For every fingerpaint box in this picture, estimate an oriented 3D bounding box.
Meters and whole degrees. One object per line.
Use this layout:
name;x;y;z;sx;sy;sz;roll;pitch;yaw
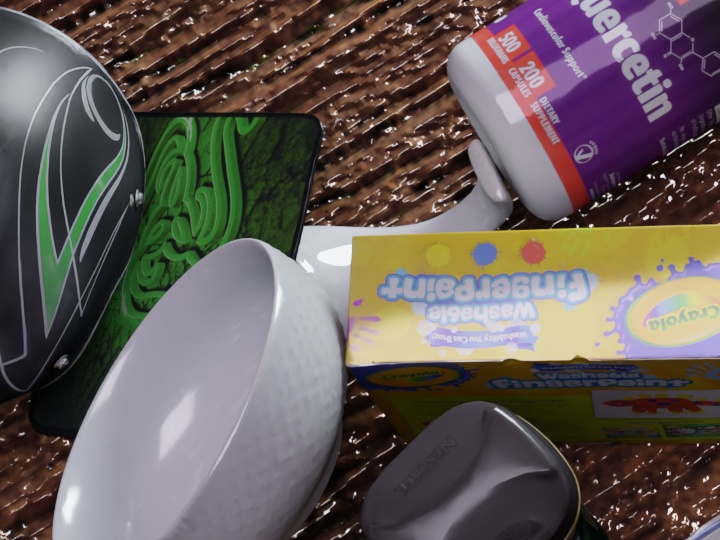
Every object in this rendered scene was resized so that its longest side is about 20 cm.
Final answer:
fingerpaint box;0.107;0.036;1.227;0.199;0.167;0.074;-2;72;13

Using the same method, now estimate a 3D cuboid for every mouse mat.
mouse mat;-0.106;0.003;1.347;0.160;0.008;0.201;2;71;32

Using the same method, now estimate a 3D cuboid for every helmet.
helmet;-0.222;-0.028;1.307;0.199;0.200;0.191;11;51;16

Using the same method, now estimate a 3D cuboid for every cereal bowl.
cereal bowl;-0.070;0.089;1.216;0.083;0.200;0.201;33;78;-23

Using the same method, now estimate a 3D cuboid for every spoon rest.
spoon rest;0.000;0.000;1.331;0.200;0.061;0.100;-30;66;16

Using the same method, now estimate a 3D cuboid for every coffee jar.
coffee jar;0.066;0.135;1.184;0.104;0.200;0.085;-45;68;-4

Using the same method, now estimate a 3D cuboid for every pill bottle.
pill bottle;0.154;-0.121;1.298;0.200;0.112;0.113;-32;68;1

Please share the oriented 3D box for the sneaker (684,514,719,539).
sneaker;0.241;0.163;1.200;0.199;0.081;0.115;-30;66;0
